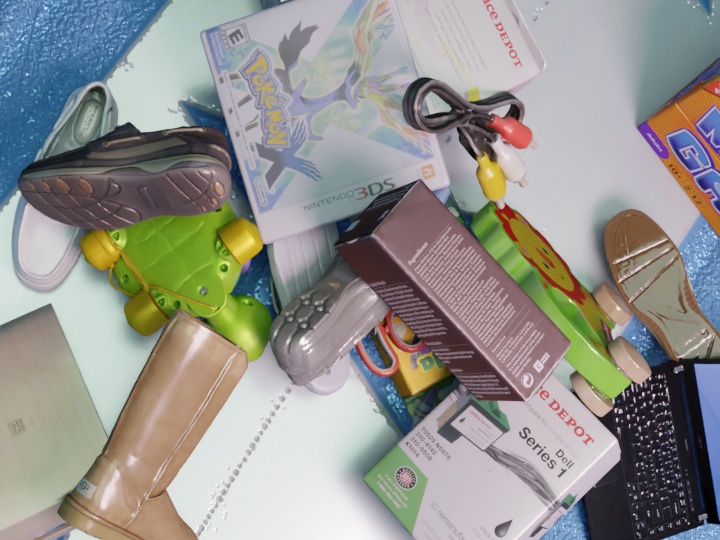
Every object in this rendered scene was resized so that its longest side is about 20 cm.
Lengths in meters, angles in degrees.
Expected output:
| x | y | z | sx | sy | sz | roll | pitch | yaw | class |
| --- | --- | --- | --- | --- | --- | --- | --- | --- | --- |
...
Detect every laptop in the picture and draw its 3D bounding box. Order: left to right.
| x | y | z | sx | sy | sz | roll | pitch | yaw | class |
| --- | --- | --- | --- | --- | --- | --- | --- | --- | --- |
| 0.319 | 0.187 | 1.292 | 0.197 | 0.103 | 0.180 | -15 | 102 | -13 | laptop |

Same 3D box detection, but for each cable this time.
| x | y | z | sx | sy | sz | roll | pitch | yaw | class |
| --- | --- | --- | --- | --- | --- | --- | --- | --- | --- |
| 0.109 | -0.133 | 1.203 | 0.050 | 0.200 | 0.098 | 25 | 85 | 32 | cable |

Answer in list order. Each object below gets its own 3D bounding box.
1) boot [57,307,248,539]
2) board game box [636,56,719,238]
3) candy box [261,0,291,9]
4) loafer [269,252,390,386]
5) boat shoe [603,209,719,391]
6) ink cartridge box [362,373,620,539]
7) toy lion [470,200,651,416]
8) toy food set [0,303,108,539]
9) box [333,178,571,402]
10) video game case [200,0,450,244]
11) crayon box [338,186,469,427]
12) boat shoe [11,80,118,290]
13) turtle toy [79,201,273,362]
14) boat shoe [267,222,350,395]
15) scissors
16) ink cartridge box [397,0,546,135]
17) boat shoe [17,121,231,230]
| x | y | z | sx | sy | sz | roll | pitch | yaw | class |
| --- | --- | --- | --- | --- | --- | --- | --- | --- | --- |
| -0.155 | 0.155 | 1.178 | 0.066 | 0.175 | 0.201 | 28 | 84 | 36 | boot |
| 0.443 | -0.146 | 1.339 | 0.199 | 0.200 | 0.201 | -39 | 91 | -14 | board game box |
| -0.046 | -0.370 | 1.327 | 0.166 | 0.072 | 0.202 | -21 | 87 | -15 | candy box |
| -0.004 | 0.025 | 1.226 | 0.200 | 0.070 | 0.070 | -40 | 48 | -23 | loafer |
| 0.308 | 0.033 | 1.362 | 0.073 | 0.063 | 0.202 | -27 | 85 | 3 | boat shoe |
| 0.124 | 0.182 | 1.243 | 0.200 | 0.084 | 0.146 | -43 | 68 | -4 | ink cartridge box |
| 0.180 | 0.019 | 1.270 | 0.191 | 0.200 | 0.069 | 43 | 108 | -14 | toy lion |
| -0.309 | 0.147 | 1.211 | 0.142 | 0.060 | 0.202 | -23 | 80 | -14 | toy food set |
| 0.079 | 0.021 | 1.161 | 0.200 | 0.100 | 0.075 | 45 | 72 | -12 | box |
| -0.032 | -0.147 | 1.209 | 0.180 | 0.022 | 0.203 | -17 | 90 | 4 | video game case |
| 0.069 | 0.035 | 1.307 | 0.125 | 0.052 | 0.202 | -25 | 89 | -14 | crayon box |
| -0.276 | -0.083 | 1.237 | 0.070 | 0.069 | 0.203 | 16 | 79 | -10 | boat shoe |
| -0.154 | 0.000 | 1.230 | 0.145 | 0.101 | 0.201 | -36 | 78 | -1 | turtle toy |
| -0.059 | 0.019 | 1.269 | 0.071 | 0.071 | 0.203 | -5 | 88 | -26 | boat shoe |
| 0.000 | 0.000 | 1.264 | 0.072 | 0.014 | 0.202 | -26 | 89 | -12 | scissors |
| 0.069 | -0.202 | 1.301 | 0.198 | 0.125 | 0.130 | -26 | 89 | -14 | ink cartridge box |
| -0.203 | -0.086 | 1.175 | 0.197 | 0.075 | 0.074 | -2 | 50 | 13 | boat shoe |
